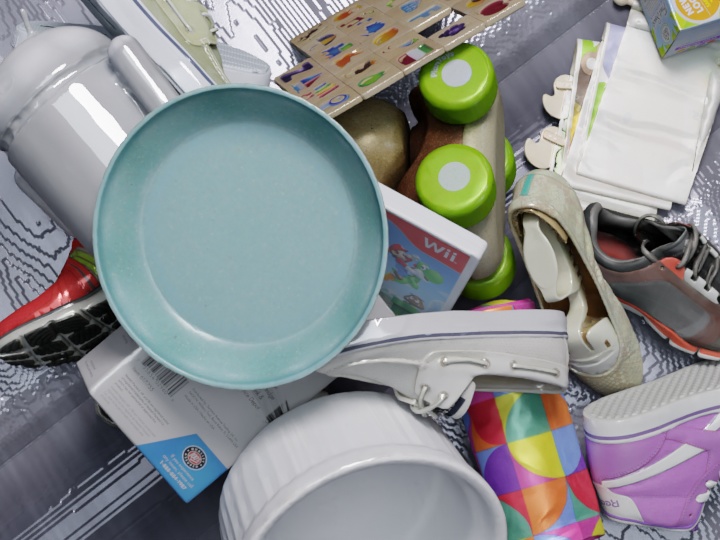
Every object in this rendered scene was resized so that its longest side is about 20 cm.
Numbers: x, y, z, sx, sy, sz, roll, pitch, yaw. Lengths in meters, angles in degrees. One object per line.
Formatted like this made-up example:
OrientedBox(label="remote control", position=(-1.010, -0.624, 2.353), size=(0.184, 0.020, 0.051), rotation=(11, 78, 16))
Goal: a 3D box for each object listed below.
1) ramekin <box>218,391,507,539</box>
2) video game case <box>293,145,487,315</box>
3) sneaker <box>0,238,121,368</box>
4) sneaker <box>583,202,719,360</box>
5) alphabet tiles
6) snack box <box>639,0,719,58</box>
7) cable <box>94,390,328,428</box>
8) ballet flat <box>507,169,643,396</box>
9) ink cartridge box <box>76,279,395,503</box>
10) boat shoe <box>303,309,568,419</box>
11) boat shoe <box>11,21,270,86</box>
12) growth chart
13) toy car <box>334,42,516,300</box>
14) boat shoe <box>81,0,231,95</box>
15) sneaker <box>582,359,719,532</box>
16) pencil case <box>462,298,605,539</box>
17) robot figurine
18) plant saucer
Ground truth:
OrientedBox(label="ramekin", position=(-0.005, 0.183, 1.109), size=(0.199, 0.098, 0.202), rotation=(-10, 124, -15))
OrientedBox(label="video game case", position=(0.000, 0.000, 1.131), size=(0.142, 0.200, 0.018), rotation=(29, 59, 3))
OrientedBox(label="sneaker", position=(-0.199, -0.001, 1.193), size=(0.199, 0.077, 0.085), rotation=(-35, 68, -12))
OrientedBox(label="sneaker", position=(0.245, 0.005, 1.183), size=(0.199, 0.082, 0.077), rotation=(19, 59, 0))
OrientedBox(label="alphabet tiles", position=(0.015, -0.175, 1.162), size=(0.166, 0.200, 0.008), rotation=(-31, 115, -5))
OrientedBox(label="snack box", position=(0.284, -0.290, 1.235), size=(0.167, 0.068, 0.201), rotation=(-17, 77, -6))
OrientedBox(label="cable", position=(-0.101, 0.083, 1.184), size=(0.198, 0.050, 0.098), rotation=(5, 89, -3))
OrientedBox(label="ballet flat", position=(0.153, 0.022, 1.163), size=(0.067, 0.062, 0.201), rotation=(-14, 112, 31))
OrientedBox(label="ink cartridge box", position=(-0.088, 0.052, 1.118), size=(0.200, 0.068, 0.116), rotation=(-39, 112, -4))
OrientedBox(label="boat shoe", position=(0.057, 0.068, 1.089), size=(0.199, 0.071, 0.070), rotation=(-1, 77, -24))
OrientedBox(label="boat shoe", position=(-0.170, -0.148, 1.208), size=(0.198, 0.072, 0.062), rotation=(9, 112, -1))
OrientedBox(label="growth chart", position=(0.218, -0.125, 1.242), size=(0.144, 0.018, 0.201), rotation=(24, 82, 2))
OrientedBox(label="toy car", position=(0.009, -0.068, 1.158), size=(0.198, 0.164, 0.159), rotation=(-2, 68, 11))
OrientedBox(label="boat shoe", position=(-0.136, -0.170, 1.126), size=(0.062, 0.072, 0.200), rotation=(-39, 82, -11))
OrientedBox(label="sneaker", position=(0.266, 0.134, 1.193), size=(0.199, 0.073, 0.115), rotation=(-15, 104, -10))
OrientedBox(label="pencil case", position=(0.116, 0.123, 1.173), size=(0.088, 0.088, 0.202), rotation=(-13, 83, -4))
OrientedBox(label="robot figurine", position=(-0.188, -0.091, 1.116), size=(0.200, 0.113, 0.170), rotation=(49, 125, 1))
OrientedBox(label="plant saucer", position=(-0.077, -0.023, 1.037), size=(0.198, 0.036, 0.202), rotation=(1, 97, 8))
